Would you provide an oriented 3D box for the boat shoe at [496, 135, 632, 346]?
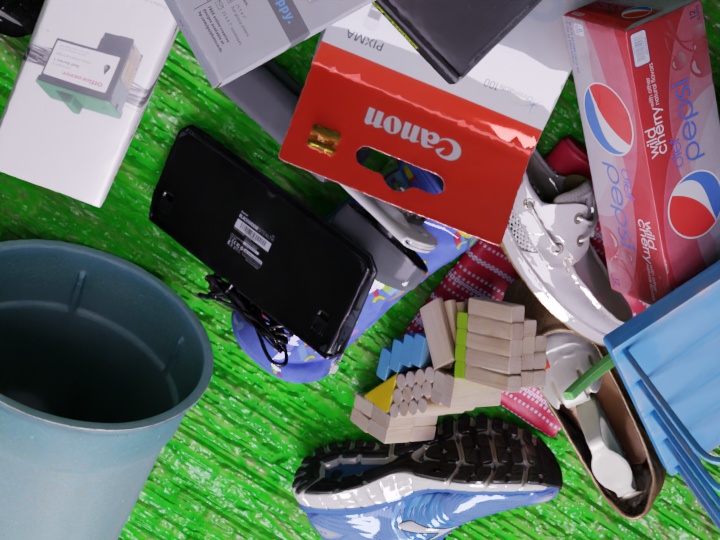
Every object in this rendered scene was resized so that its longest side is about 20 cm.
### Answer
[{"bbox_3d":[0.129,-0.036,1.240,0.069,0.071,0.200,-35,104,23],"label":"boat shoe"}]

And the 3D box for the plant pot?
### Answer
[{"bbox_3d":[-0.226,0.116,1.305,0.199,0.200,0.197,19,122,-4],"label":"plant pot"}]

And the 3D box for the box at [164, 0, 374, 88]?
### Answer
[{"bbox_3d":[-0.036,-0.223,1.078,0.200,0.041,0.156,-30,96,-10],"label":"box"}]

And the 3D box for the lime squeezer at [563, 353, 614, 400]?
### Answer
[{"bbox_3d":[0.217,0.060,1.292,0.199,0.038,0.071,6,101,-37],"label":"lime squeezer"}]

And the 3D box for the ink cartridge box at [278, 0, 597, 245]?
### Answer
[{"bbox_3d":[0.054,-0.138,1.178,0.160,0.047,0.201,21,76,-6],"label":"ink cartridge box"}]

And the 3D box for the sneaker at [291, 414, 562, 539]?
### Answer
[{"bbox_3d":[0.054,0.168,1.369,0.199,0.079,0.089,-8,124,15],"label":"sneaker"}]

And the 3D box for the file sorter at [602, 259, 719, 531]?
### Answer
[{"bbox_3d":[0.268,0.093,1.205,0.139,0.123,0.200,-33,144,1],"label":"file sorter"}]

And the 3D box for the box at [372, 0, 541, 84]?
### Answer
[{"bbox_3d":[0.062,-0.252,1.136,0.200,0.048,0.193,-44,94,0],"label":"box"}]

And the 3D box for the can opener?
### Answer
[{"bbox_3d":[-0.026,-0.070,1.221,0.200,0.053,0.067,47,109,17],"label":"can opener"}]

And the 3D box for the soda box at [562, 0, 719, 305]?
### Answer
[{"bbox_3d":[0.189,-0.078,1.181,0.063,0.070,0.201,-25,117,-23],"label":"soda box"}]

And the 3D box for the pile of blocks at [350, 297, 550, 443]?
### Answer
[{"bbox_3d":[0.070,0.066,1.302,0.062,0.082,0.200,0,162,-37],"label":"pile of blocks"}]

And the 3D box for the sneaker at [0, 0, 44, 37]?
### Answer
[{"bbox_3d":[-0.307,-0.209,1.231,0.200,0.076,0.088,34,127,-7],"label":"sneaker"}]

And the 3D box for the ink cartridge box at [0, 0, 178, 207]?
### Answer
[{"bbox_3d":[-0.161,-0.162,1.188,0.084,0.146,0.200,22,115,-8],"label":"ink cartridge box"}]

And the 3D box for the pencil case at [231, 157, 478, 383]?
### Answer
[{"bbox_3d":[0.000,0.000,1.285,0.087,0.078,0.200,40,111,-19],"label":"pencil case"}]

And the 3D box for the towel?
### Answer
[{"bbox_3d":[0.143,0.016,1.313,0.144,0.023,0.200,35,113,-10],"label":"towel"}]

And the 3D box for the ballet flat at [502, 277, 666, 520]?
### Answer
[{"bbox_3d":[0.160,0.096,1.296,0.068,0.072,0.200,-22,110,15],"label":"ballet flat"}]

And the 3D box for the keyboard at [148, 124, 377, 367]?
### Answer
[{"bbox_3d":[-0.068,-0.012,1.262,0.200,0.040,0.104,38,110,33],"label":"keyboard"}]
